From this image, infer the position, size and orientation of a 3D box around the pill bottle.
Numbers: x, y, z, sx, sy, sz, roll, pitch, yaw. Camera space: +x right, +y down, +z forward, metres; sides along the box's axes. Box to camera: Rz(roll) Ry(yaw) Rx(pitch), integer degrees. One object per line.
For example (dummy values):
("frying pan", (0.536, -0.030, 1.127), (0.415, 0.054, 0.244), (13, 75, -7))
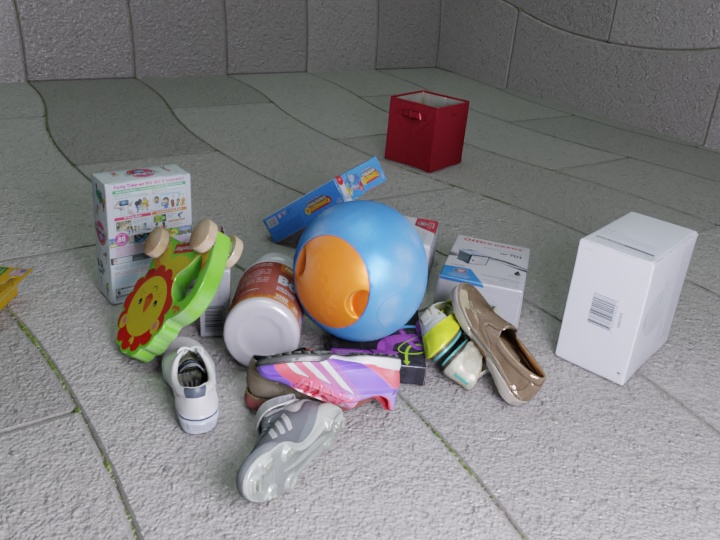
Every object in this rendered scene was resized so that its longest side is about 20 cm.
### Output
("pill bottle", (-0.139, 0.052, 1.106), (0.109, 0.114, 0.201), (5, 25, -2))

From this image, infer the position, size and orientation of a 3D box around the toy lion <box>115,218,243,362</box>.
("toy lion", (-0.271, 0.034, 1.031), (0.197, 0.195, 0.068), (-5, -28, 44))

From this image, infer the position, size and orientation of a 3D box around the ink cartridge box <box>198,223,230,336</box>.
("ink cartridge box", (-0.241, 0.009, 1.179), (0.049, 0.111, 0.201), (-1, 25, -14))

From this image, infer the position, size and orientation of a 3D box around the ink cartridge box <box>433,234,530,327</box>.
("ink cartridge box", (0.218, 0.020, 1.287), (0.143, 0.088, 0.200), (11, 27, 12))

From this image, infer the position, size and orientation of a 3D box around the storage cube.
("storage cube", (0.191, -0.400, 2.076), (0.169, 0.183, 0.198), (22, 28, 32))

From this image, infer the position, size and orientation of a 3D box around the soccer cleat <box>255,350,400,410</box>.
("soccer cleat", (-0.037, 0.140, 0.923), (0.196, 0.075, 0.068), (6, -8, -26))

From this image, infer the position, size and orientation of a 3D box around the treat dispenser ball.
("treat dispenser ball", (0.000, 0.000, 1.057), (0.196, 0.205, 0.202), (4, 24, -2))

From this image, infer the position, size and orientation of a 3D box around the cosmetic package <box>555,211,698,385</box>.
("cosmetic package", (0.421, 0.036, 1.153), (0.122, 0.203, 0.198), (24, 30, 36))

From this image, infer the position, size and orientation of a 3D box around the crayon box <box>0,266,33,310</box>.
("crayon box", (-0.619, 0.036, 1.111), (0.195, 0.053, 0.126), (5, 25, 1))

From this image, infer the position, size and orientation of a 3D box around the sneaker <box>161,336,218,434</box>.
("sneaker", (-0.223, 0.130, 0.968), (0.072, 0.072, 0.200), (-5, 26, -23))

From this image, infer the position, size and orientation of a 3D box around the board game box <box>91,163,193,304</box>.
("board game box", (-0.356, -0.062, 1.198), (0.146, 0.204, 0.064), (-14, 30, -37))

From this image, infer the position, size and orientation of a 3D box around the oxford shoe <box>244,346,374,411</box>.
("oxford shoe", (-0.056, 0.142, 0.973), (0.196, 0.076, 0.071), (-3, 23, -20))

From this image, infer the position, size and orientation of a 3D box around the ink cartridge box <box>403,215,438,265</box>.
("ink cartridge box", (0.043, -0.050, 1.401), (0.196, 0.085, 0.146), (10, 25, 9))

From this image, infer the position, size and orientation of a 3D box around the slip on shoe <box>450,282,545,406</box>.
("slip on shoe", (0.198, 0.093, 1.047), (0.075, 0.061, 0.203), (5, 49, -37))

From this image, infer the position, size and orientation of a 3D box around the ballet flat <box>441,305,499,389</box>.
("ballet flat", (0.182, 0.121, 1.111), (0.062, 0.068, 0.200), (41, 37, 8))

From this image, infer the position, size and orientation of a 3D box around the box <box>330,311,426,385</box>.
("box", (0.025, 0.103, 1.123), (0.140, 0.037, 0.201), (4, 24, -2))

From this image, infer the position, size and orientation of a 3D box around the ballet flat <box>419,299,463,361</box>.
("ballet flat", (0.124, 0.084, 1.116), (0.067, 0.067, 0.199), (49, 22, 7))

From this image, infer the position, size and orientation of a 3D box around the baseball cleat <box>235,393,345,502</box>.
("baseball cleat", (-0.100, 0.205, 0.855), (0.105, 0.071, 0.199), (12, 15, 28))

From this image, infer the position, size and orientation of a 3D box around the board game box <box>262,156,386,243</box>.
("board game box", (-0.070, -0.147, 1.492), (0.198, 0.057, 0.195), (-25, 7, 33))
